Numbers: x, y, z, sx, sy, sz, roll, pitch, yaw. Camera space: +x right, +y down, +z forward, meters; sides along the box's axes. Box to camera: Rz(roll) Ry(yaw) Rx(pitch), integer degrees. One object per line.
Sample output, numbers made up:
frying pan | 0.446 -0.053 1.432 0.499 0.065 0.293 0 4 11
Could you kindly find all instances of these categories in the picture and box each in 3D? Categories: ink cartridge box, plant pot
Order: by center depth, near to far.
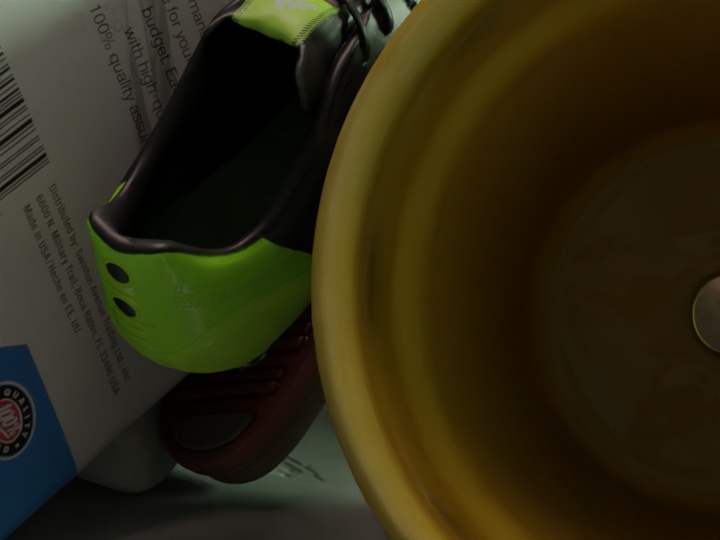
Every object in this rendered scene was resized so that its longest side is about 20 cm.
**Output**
plant pot | 0.098 0.009 0.622 0.200 0.202 0.189 6 -2 8
ink cartridge box | -0.089 -0.040 0.664 0.084 0.145 0.200 15 45 41

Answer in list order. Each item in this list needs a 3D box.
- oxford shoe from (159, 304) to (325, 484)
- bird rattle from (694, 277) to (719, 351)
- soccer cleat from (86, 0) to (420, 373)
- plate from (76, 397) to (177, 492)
oxford shoe | 0.000 0.000 0.768 0.070 0.075 0.200 -2 45 36
bird rattle | 0.106 -0.024 0.882 0.113 0.163 0.200 -38 8 12
soccer cleat | -0.003 -0.062 0.632 0.067 0.200 0.081 26 -20 20
plate | -0.134 0.002 0.797 0.199 0.032 0.200 19 15 7
